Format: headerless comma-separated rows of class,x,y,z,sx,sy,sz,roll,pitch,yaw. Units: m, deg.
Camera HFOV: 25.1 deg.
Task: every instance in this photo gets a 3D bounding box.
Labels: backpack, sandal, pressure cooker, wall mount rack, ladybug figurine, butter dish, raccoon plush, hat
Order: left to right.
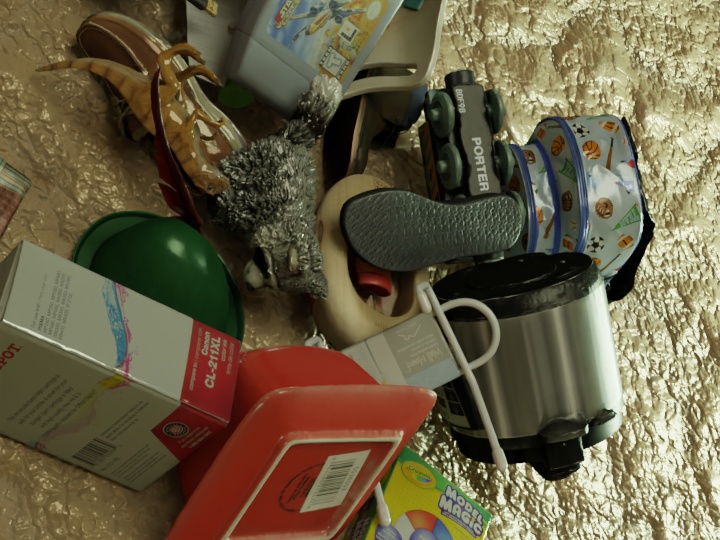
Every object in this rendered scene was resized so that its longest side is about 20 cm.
hat,-0.139,-0.019,1.357,0.199,0.176,0.167,26,49,-25
butter dish,-0.073,0.129,1.342,0.198,0.201,0.148,5,39,-42
raccoon plush,-0.051,-0.073,1.452,0.134,0.201,0.096,34,7,35
ladybug figurine,0.000,0.000,1.538,0.135,0.072,0.202,25,52,-28
wall mount rack,0.040,0.114,1.418,0.175,0.198,0.075,63,12,-1
sandal,0.062,-0.039,1.527,0.198,0.043,0.077,1,100,-33
pressure cooker,0.160,0.097,1.523,0.175,0.177,0.202,-30,112,-53
backpack,0.214,-0.072,1.678,0.152,0.191,0.202,-7,68,-24

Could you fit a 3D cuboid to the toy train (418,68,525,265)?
toy train,0.104,-0.098,1.632,0.084,0.114,0.203,-7,81,-21

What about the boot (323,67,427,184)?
boot,0.022,-0.153,1.647,0.096,0.075,0.202,25,49,-22

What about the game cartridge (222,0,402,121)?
game cartridge,-0.039,-0.243,1.517,0.133,0.041,0.201,32,90,-43

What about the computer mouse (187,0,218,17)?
computer mouse,-0.093,-0.291,1.507,0.199,0.046,0.142,30,86,-39

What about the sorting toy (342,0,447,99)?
sorting toy,0.006,-0.254,1.610,0.197,0.107,0.182,-6,62,7

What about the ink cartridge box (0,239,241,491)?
ink cartridge box,-0.215,0.078,1.258,0.199,0.145,0.084,27,49,-25

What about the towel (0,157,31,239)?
towel,-0.375,-0.082,1.310,0.199,0.022,0.148,36,48,-18

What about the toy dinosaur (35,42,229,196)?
toy dinosaur,-0.182,-0.153,1.415,0.200,0.060,0.106,43,84,3

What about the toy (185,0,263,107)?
toy,-0.132,-0.244,1.590,0.114,0.047,0.202,19,48,-34

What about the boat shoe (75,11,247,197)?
boat shoe,-0.187,-0.151,1.472,0.200,0.076,0.072,45,49,-5

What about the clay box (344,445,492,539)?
clay box,0.046,0.249,1.446,0.115,0.047,0.201,39,47,-15
